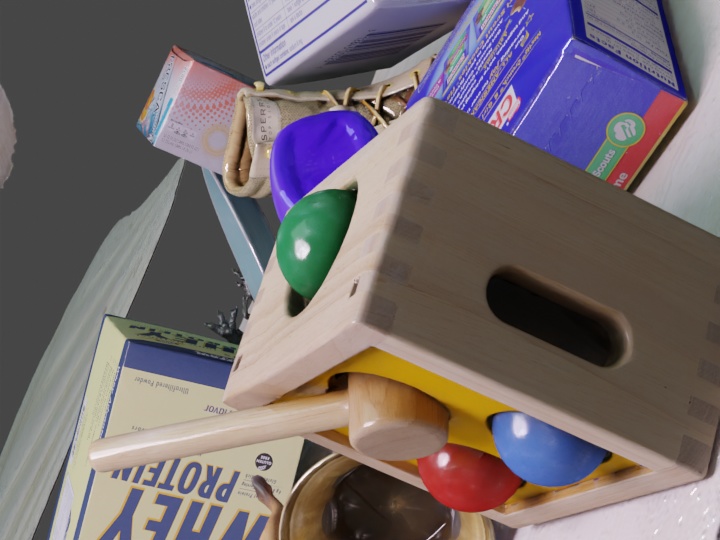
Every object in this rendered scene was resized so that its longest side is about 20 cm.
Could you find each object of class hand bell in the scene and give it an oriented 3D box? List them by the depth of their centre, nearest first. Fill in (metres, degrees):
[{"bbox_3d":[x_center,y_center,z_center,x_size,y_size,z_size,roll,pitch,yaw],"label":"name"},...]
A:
[{"bbox_3d":[0.024,0.100,0.884,0.104,0.104,0.200,-61,2,20],"label":"hand bell"}]

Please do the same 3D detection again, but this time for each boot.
[{"bbox_3d":[0.003,-0.101,1.072,0.200,0.155,0.073,133,135,-58],"label":"boot"}]

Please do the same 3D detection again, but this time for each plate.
[{"bbox_3d":[-0.069,0.003,1.237,0.026,0.200,0.200,-25,12,-8],"label":"plate"}]

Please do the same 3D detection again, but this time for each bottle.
[{"bbox_3d":[0.000,0.000,0.945,0.200,0.065,0.084,72,-175,-51],"label":"bottle"}]

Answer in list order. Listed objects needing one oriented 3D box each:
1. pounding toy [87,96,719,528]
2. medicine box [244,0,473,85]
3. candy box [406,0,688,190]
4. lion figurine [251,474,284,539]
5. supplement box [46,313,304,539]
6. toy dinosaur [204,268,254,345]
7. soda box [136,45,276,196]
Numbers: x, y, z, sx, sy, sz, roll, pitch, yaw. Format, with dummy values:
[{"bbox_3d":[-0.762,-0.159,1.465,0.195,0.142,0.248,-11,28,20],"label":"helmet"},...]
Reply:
[{"bbox_3d":[0.019,0.039,0.701,0.184,0.200,0.142,-34,35,62],"label":"pounding toy"},{"bbox_3d":[-0.008,-0.240,1.055,0.182,0.103,0.200,-21,82,65],"label":"medicine box"},{"bbox_3d":[0.094,-0.091,0.906,0.169,0.077,0.200,-57,16,31],"label":"candy box"},{"bbox_3d":[-0.041,0.198,0.831,0.122,0.072,0.200,56,-161,-78],"label":"lion figurine"},{"bbox_3d":[-0.136,0.149,1.190,0.200,0.134,0.200,-163,87,-76],"label":"supplement box"},{"bbox_3d":[-0.085,0.050,1.359,0.047,0.088,0.200,-20,33,14],"label":"toy dinosaur"},{"bbox_3d":[-0.054,-0.088,1.184,0.068,0.200,0.064,-64,24,8],"label":"soda box"}]
